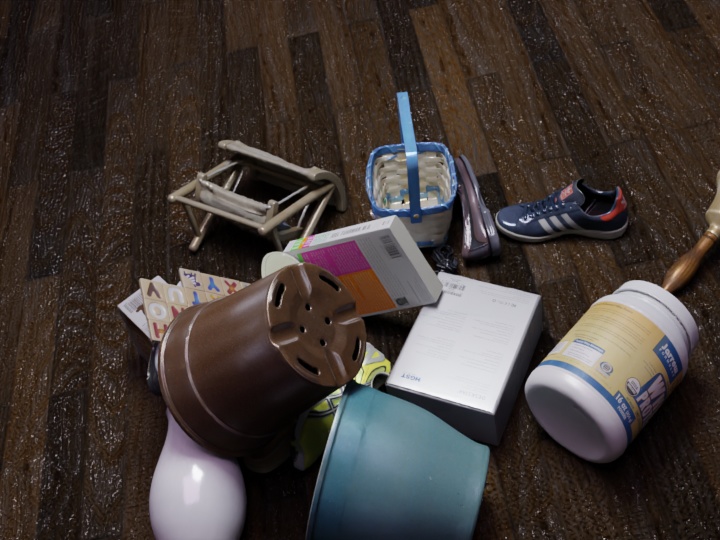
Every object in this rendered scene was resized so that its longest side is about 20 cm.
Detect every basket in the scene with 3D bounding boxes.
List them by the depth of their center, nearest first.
[{"bbox_3d":[0.076,-0.140,1.473,0.136,0.202,0.178,-2,41,1],"label":"basket"}]

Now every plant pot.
[{"bbox_3d":[0.050,0.250,1.161,0.185,0.202,0.202,14,52,5],"label":"plant pot"},{"bbox_3d":[-0.109,0.098,1.176,0.197,0.199,0.202,-30,33,42],"label":"plant pot"}]

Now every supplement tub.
[{"bbox_3d":[0.317,0.123,1.229,0.144,0.146,0.200,31,62,34],"label":"supplement tub"}]

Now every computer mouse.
[{"bbox_3d":[0.047,-0.009,1.456,0.196,0.045,0.110,-4,20,11],"label":"computer mouse"}]

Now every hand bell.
[{"bbox_3d":[0.489,-0.041,1.389,0.200,0.105,0.104,-46,53,-11],"label":"hand bell"}]

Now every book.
[{"bbox_3d":[0.000,0.000,1.369,0.198,0.134,0.048,-10,36,39],"label":"book"}]

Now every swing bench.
[{"bbox_3d":[-0.159,-0.111,1.558,0.196,0.131,0.201,19,55,28],"label":"swing bench"}]

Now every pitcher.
[{"bbox_3d":[-0.213,0.267,1.252,0.119,0.172,0.203,5,63,-22],"label":"pitcher"}]

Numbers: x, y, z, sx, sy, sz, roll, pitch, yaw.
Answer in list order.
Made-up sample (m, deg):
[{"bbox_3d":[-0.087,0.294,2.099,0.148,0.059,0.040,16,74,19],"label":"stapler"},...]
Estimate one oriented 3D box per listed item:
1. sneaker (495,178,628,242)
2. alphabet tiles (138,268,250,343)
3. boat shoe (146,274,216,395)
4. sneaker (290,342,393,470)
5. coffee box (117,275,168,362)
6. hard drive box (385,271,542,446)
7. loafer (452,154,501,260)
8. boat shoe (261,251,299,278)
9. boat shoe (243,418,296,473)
[{"bbox_3d":[0.299,-0.096,1.467,0.196,0.085,0.076,-3,48,11],"label":"sneaker"},{"bbox_3d":[-0.197,0.067,1.299,0.008,0.198,0.169,-46,47,31],"label":"alphabet tiles"},{"bbox_3d":[-0.239,0.081,1.298,0.057,0.068,0.201,-44,20,32],"label":"boat shoe"},{"bbox_3d":[-0.024,0.182,1.308,0.076,0.076,0.201,25,64,20],"label":"sneaker"},{"bbox_3d":[-0.247,0.114,1.391,0.079,0.115,0.199,-37,52,-21],"label":"coffee box"},{"bbox_3d":[0.143,0.114,1.324,0.154,0.077,0.201,13,53,24],"label":"hard drive box"},{"bbox_3d":[0.161,-0.099,1.515,0.062,0.072,0.202,-18,50,2],"label":"loafer"},{"bbox_3d":[-0.088,0.062,1.346,0.074,0.067,0.200,-14,52,-30],"label":"boat shoe"},{"bbox_3d":[-0.100,0.179,1.331,0.071,0.065,0.201,18,55,26],"label":"boat shoe"}]
